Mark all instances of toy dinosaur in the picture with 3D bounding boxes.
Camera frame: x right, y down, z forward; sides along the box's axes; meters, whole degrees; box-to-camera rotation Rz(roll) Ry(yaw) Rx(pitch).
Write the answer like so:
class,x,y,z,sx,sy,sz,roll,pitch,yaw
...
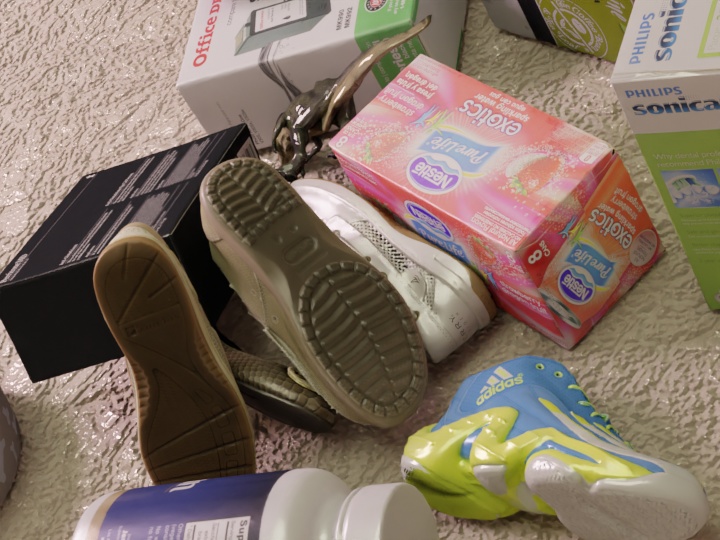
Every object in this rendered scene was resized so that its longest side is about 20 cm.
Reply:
class,x,y,z,sx,sy,sz,roll,pitch,yaw
toy dinosaur,-0.022,-0.104,1.310,0.200,0.047,0.089,-32,38,49

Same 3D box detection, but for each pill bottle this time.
class,x,y,z,sx,sy,sz,roll,pitch,yaw
pill bottle,-0.059,0.173,1.081,0.199,0.111,0.112,-9,46,25

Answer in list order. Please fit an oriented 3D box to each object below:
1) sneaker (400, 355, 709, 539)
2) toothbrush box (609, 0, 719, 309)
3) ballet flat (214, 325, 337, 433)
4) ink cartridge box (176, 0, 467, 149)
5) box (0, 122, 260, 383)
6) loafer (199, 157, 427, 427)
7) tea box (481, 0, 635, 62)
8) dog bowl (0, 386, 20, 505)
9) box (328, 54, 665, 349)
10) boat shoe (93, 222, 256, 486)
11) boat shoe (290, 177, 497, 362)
class,x,y,z,sx,sy,sz,roll,pitch,yaw
sneaker,0.117,0.093,1.072,0.199,0.076,0.105,5,53,37
toothbrush box,0.227,-0.095,1.087,0.086,0.200,0.146,-3,48,31
ballet flat,-0.079,0.059,1.242,0.200,0.067,0.046,20,71,50
ink cartridge box,-0.027,-0.181,1.423,0.199,0.084,0.147,-13,44,23
box,-0.151,-0.016,1.298,0.140,0.079,0.200,-14,22,18
loafer,-0.030,0.018,1.185,0.075,0.068,0.200,-31,75,-21
tea box,0.162,-0.262,1.290,0.196,0.200,0.134,23,64,45
dog bowl,-0.329,0.139,1.328,0.199,0.059,0.201,-18,42,17
box,0.085,-0.049,1.209,0.095,0.103,0.200,-44,43,-12
boat shoe,-0.113,0.066,1.176,0.072,0.201,0.065,-18,15,5
boat shoe,0.000,0.000,1.240,0.069,0.071,0.200,-46,44,-14
